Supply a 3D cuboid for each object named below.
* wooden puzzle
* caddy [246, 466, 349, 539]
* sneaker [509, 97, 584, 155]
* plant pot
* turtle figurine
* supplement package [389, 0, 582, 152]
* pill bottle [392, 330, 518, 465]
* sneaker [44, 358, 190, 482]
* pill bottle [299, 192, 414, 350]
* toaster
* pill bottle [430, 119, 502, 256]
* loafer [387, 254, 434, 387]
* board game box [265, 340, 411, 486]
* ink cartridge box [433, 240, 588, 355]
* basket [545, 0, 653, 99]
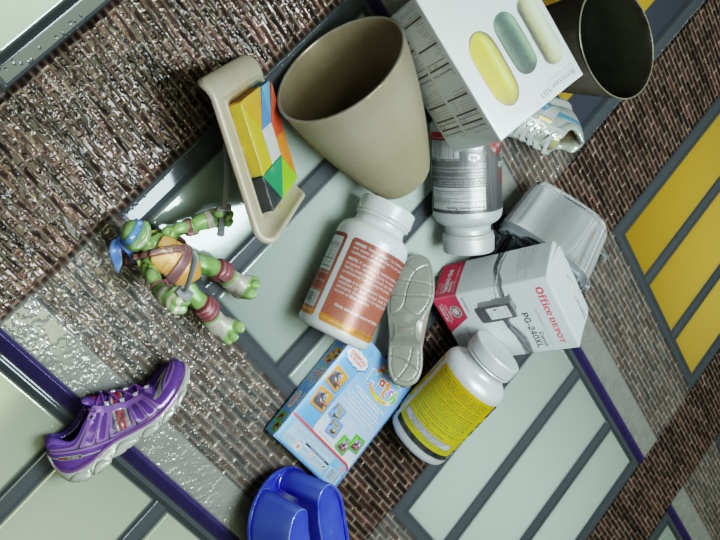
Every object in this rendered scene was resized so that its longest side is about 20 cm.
[{"bbox_3d":[-0.122,-0.157,0.909,0.036,0.186,0.204,-14,111,15],"label":"wooden puzzle"},{"bbox_3d":[-0.096,0.390,1.074,0.141,0.103,0.205,-28,116,-50],"label":"caddy"},{"bbox_3d":[0.283,-0.235,1.182,0.196,0.077,0.082,-3,58,-31],"label":"sneaker"},{"bbox_3d":[0.017,-0.198,0.991,0.188,0.186,0.201,-51,134,-13],"label":"plant pot"},{"bbox_3d":[-0.185,-0.003,0.895,0.197,0.146,0.194,-29,136,13],"label":"turtle figurine"},{"bbox_3d":[0.152,-0.288,0.961,0.151,0.150,0.202,-37,103,-12],"label":"supplement package"},{"bbox_3d":[0.149,0.194,1.138,0.111,0.113,0.201,27,112,-33],"label":"pill bottle"},{"bbox_3d":[-0.300,0.175,0.914,0.199,0.080,0.084,-39,112,-19],"label":"sneaker"},{"bbox_3d":[0.000,0.000,1.045,0.111,0.111,0.203,27,86,-33],"label":"pill bottle"},{"bbox_3d":[0.303,-0.053,1.200,0.198,0.114,0.130,34,62,12],"label":"toaster"},{"bbox_3d":[0.162,-0.130,1.122,0.109,0.110,0.205,-11,106,-29],"label":"pill bottle"},{"bbox_3d":[0.074,0.079,1.136,0.070,0.063,0.205,7,75,5],"label":"loafer"},{"bbox_3d":[-0.029,0.208,1.115,0.201,0.036,0.152,-49,121,-14],"label":"board game box"},{"bbox_3d":[0.234,0.053,1.147,0.146,0.197,0.084,56,41,-26],"label":"ink cartridge box"},{"bbox_3d":[0.314,-0.340,1.121,0.179,0.199,0.138,36,81,-33],"label":"basket"}]
